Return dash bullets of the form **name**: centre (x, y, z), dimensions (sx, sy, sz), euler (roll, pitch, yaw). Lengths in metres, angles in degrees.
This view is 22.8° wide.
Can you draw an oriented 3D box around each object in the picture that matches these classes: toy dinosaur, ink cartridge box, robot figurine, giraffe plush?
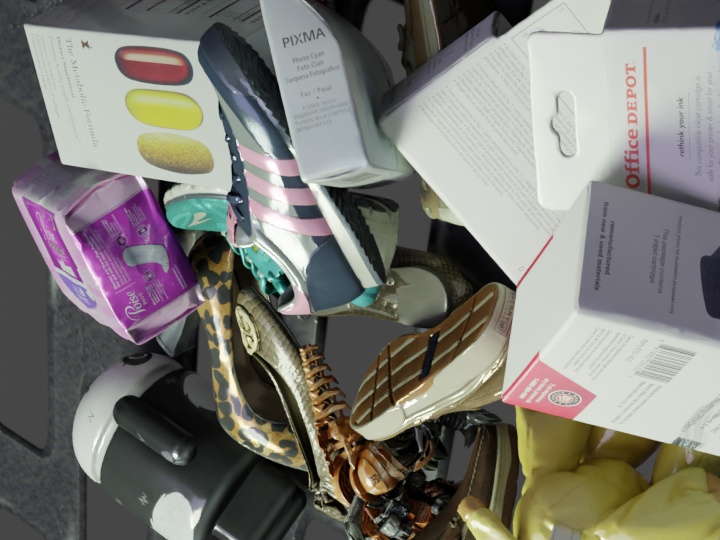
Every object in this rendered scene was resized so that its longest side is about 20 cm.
- **toy dinosaur**: centre (0.026, 0.140, 1.290), dimensions (0.102, 0.136, 0.202), euler (-1, 117, 43)
- **ink cartridge box**: centre (0.197, 0.038, 1.016), dimensions (0.198, 0.085, 0.145), euler (14, 154, -7)
- **ink cartridge box**: centre (0.138, -0.073, 1.073), dimensions (0.176, 0.045, 0.200), euler (-33, 112, 23)
- **robot figurine**: centre (-0.140, 0.151, 1.456), dimensions (0.199, 0.125, 0.151), euler (33, 132, 19)
- **ink cartridge box**: centre (0.196, -0.093, 0.980), dimensions (0.198, 0.068, 0.117), euler (2, 121, 15)
- **giraffe plush**: centre (0.162, 0.178, 1.173), dimensions (0.171, 0.200, 0.163), euler (21, 146, 27)
- **ink cartridge box**: centre (-0.020, -0.152, 1.100), dimensions (0.047, 0.160, 0.202), euler (-12, 89, 12)

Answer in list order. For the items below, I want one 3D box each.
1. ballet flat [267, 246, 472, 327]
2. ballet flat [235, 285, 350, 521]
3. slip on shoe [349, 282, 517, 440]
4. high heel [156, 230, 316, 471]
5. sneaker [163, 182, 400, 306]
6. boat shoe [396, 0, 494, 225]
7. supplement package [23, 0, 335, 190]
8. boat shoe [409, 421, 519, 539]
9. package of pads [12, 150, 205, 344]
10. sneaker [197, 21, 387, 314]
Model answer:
- **ballet flat**: centre (0.000, 0.000, 1.280), dimensions (0.199, 0.046, 0.068), euler (11, 114, 40)
- **ballet flat**: centre (-0.047, 0.104, 1.336), dimensions (0.201, 0.046, 0.067), euler (63, 172, -18)
- **slip on shoe**: centre (0.060, 0.070, 1.188), dimensions (0.060, 0.077, 0.200), euler (29, 142, -17)
- **high heel**: centre (-0.066, 0.063, 1.372), dimensions (0.200, 0.071, 0.143), euler (40, 132, 12)
- **sneaker**: centre (-0.063, -0.023, 1.242), dimensions (0.199, 0.077, 0.081), euler (12, 95, 38)
- **boat shoe**: centre (0.051, -0.117, 1.138), dimensions (0.063, 0.073, 0.202), euler (7, 130, 32)
- **supplement package**: centre (-0.117, -0.135, 1.244), dimensions (0.199, 0.109, 0.115), euler (10, 124, 37)
- **boat shoe**: centre (0.059, 0.198, 1.228), dimensions (0.074, 0.204, 0.075), euler (12, 162, 3)
- **package of pads**: centre (-0.198, -0.024, 1.369), dimensions (0.121, 0.075, 0.200), euler (63, 164, -19)
- **sneaker**: centre (-0.063, -0.057, 1.130), dimensions (0.082, 0.070, 0.201), euler (-27, 108, 13)
